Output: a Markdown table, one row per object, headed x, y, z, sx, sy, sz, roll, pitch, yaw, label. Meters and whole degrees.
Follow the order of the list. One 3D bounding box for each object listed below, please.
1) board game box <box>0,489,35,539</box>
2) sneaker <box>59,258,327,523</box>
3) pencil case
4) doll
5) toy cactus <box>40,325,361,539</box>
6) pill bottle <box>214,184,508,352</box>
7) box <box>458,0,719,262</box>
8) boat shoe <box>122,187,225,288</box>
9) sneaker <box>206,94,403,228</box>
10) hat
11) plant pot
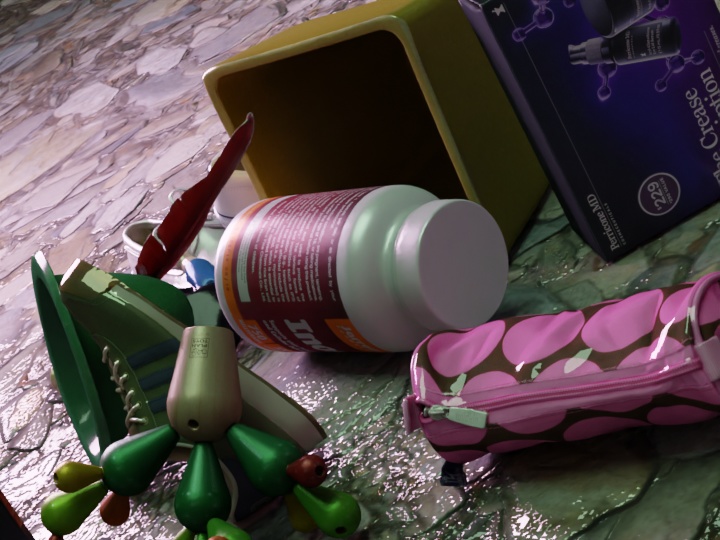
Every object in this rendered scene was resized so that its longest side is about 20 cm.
| x | y | z | sx | sy | sz | roll | pitch | yaw | label |
| --- | --- | --- | --- | --- | --- | --- | --- | --- | --- |
| -0.264 | 0.188 | 1.008 | 0.057 | 0.166 | 0.200 | -25 | 23 | 14 | board game box |
| -0.126 | 0.081 | 1.070 | 0.090 | 0.200 | 0.067 | -54 | -7 | -12 | sneaker |
| 0.123 | 0.058 | 0.924 | 0.200 | 0.091 | 0.094 | -16 | -10 | 33 | pencil case |
| -0.147 | 0.044 | 1.315 | 0.199 | 0.048 | 0.137 | -16 | 48 | 26 | doll |
| -0.101 | 0.115 | 0.996 | 0.199 | 0.102 | 0.166 | -6 | 73 | 24 | toy cactus |
| 0.000 | 0.000 | 1.158 | 0.200 | 0.113 | 0.113 | -3 | 34 | 48 | pill bottle |
| 0.170 | -0.129 | 1.112 | 0.141 | 0.200 | 0.079 | -29 | 22 | 2 | box |
| -0.141 | -0.025 | 1.410 | 0.075 | 0.086 | 0.202 | -33 | 20 | -27 | boat shoe |
| -0.040 | -0.109 | 1.368 | 0.073 | 0.071 | 0.200 | 33 | 63 | 34 | sneaker |
| -0.128 | 0.035 | 1.202 | 0.176 | 0.200 | 0.166 | -19 | 59 | -17 | hat |
| 0.041 | -0.121 | 1.284 | 0.194 | 0.196 | 0.200 | -10 | 22 | 39 | plant pot |
